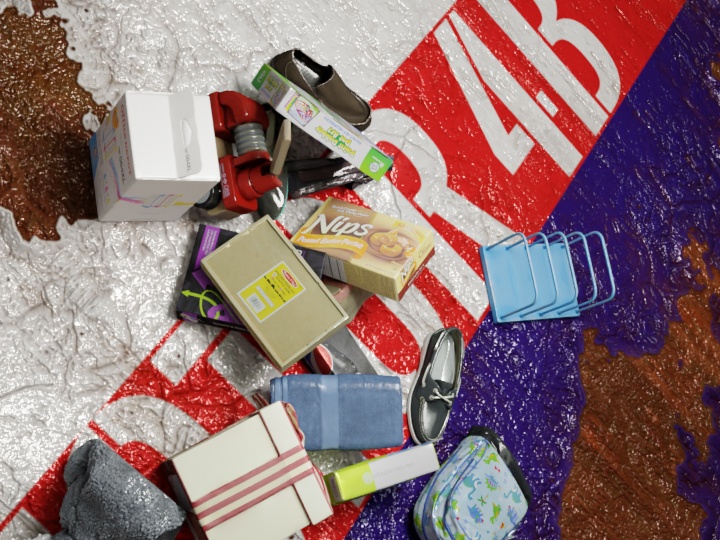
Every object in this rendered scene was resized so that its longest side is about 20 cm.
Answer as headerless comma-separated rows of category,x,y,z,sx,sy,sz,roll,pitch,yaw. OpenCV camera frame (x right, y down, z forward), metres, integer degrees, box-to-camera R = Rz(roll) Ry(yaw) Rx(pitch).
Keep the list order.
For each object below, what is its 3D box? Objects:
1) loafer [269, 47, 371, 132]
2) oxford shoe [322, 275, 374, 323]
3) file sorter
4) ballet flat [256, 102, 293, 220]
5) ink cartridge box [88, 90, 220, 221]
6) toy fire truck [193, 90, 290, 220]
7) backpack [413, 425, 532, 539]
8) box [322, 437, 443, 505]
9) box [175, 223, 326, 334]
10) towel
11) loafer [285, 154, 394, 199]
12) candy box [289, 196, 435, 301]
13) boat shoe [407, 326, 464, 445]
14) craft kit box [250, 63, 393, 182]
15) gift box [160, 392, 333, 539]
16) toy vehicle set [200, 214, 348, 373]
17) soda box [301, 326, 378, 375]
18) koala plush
loafer,-0.058,-0.299,1.660,0.198,0.071,0.074,29,61,-20
oxford shoe,0.000,0.000,1.612,0.201,0.070,0.074,-54,130,-34
file sorter,0.335,0.007,1.770,0.198,0.122,0.141,-2,76,-32
ballet flat,-0.150,-0.176,1.564,0.068,0.067,0.203,37,47,-48
ink cartridge box,-0.287,-0.161,1.395,0.124,0.199,0.131,-3,75,-32
toy fire truck,-0.163,-0.187,1.458,0.128,0.198,0.179,15,61,-62
backpack,0.172,0.364,1.552,0.199,0.153,0.165,-32,98,-22
box,0.022,0.303,1.478,0.198,0.122,0.048,-10,75,-33
box,-0.158,0.020,1.469,0.197,0.036,0.145,12,66,-3
towel,-0.036,0.208,1.467,0.197,0.049,0.114,1,91,-3
loafer,-0.034,-0.156,1.639,0.197,0.072,0.064,-7,97,-27
candy box,0.003,-0.036,1.545,0.116,0.198,0.056,-49,144,-33
boat shoe,0.125,0.185,1.618,0.075,0.060,0.203,18,65,-25
craft kit box,-0.062,-0.228,1.520,0.197,0.200,0.049,36,97,-25
gift box,-0.154,0.279,1.348,0.185,0.200,0.187,-25,91,-19
toy vehicle set,-0.124,0.031,1.434,0.124,0.027,0.201,-34,75,-19
soda box,-0.049,0.123,1.530,0.071,0.063,0.201,-37,94,-35
koala plush,-0.332,0.336,1.233,0.177,0.184,0.201,41,73,-6
